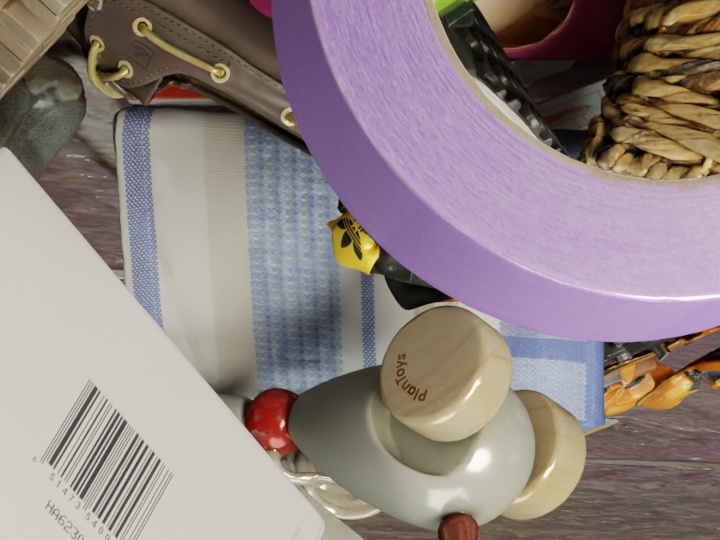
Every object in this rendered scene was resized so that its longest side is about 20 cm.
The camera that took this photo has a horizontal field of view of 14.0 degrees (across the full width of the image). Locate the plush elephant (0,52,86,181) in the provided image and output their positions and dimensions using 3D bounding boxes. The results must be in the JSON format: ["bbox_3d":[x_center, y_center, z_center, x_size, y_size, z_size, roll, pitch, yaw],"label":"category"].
[{"bbox_3d":[-0.248,-0.031,1.284,0.165,0.200,0.155,2,155,45],"label":"plush elephant"}]

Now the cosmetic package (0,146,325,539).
[{"bbox_3d":[-0.159,0.081,1.065,0.200,0.123,0.199,-13,126,40],"label":"cosmetic package"}]

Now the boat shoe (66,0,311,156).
[{"bbox_3d":[-0.068,-0.088,1.098,0.200,0.060,0.072,21,175,-4],"label":"boat shoe"}]

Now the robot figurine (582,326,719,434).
[{"bbox_3d":[0.117,0.038,1.264,0.200,0.058,0.145,-23,178,25],"label":"robot figurine"}]

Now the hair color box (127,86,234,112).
[{"bbox_3d":[-0.022,-0.073,1.240,0.111,0.064,0.200,0,166,9],"label":"hair color box"}]

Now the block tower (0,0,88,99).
[{"bbox_3d":[-0.109,-0.115,0.989,0.054,0.058,0.200,42,151,-6],"label":"block tower"}]

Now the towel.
[{"bbox_3d":[0.000,0.000,1.174,0.200,0.024,0.147,2,124,8],"label":"towel"}]

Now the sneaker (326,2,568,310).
[{"bbox_3d":[0.026,-0.030,1.029,0.090,0.070,0.200,-31,160,4],"label":"sneaker"}]

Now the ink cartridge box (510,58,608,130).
[{"bbox_3d":[0.103,-0.058,1.223,0.160,0.047,0.200,-20,148,2],"label":"ink cartridge box"}]

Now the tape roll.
[{"bbox_3d":[0.077,-0.083,0.842,0.200,0.200,0.066,5,167,-9],"label":"tape roll"}]

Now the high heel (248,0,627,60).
[{"bbox_3d":[0.038,-0.094,1.035,0.200,0.096,0.067,23,122,-39],"label":"high heel"}]

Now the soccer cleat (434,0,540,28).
[{"bbox_3d":[0.087,-0.135,0.935,0.200,0.081,0.068,-13,156,-28],"label":"soccer cleat"}]

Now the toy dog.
[{"bbox_3d":[-0.006,0.086,1.139,0.132,0.096,0.200,27,147,-28],"label":"toy dog"}]

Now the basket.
[{"bbox_3d":[0.173,-0.074,1.087,0.143,0.149,0.200,18,177,26],"label":"basket"}]
